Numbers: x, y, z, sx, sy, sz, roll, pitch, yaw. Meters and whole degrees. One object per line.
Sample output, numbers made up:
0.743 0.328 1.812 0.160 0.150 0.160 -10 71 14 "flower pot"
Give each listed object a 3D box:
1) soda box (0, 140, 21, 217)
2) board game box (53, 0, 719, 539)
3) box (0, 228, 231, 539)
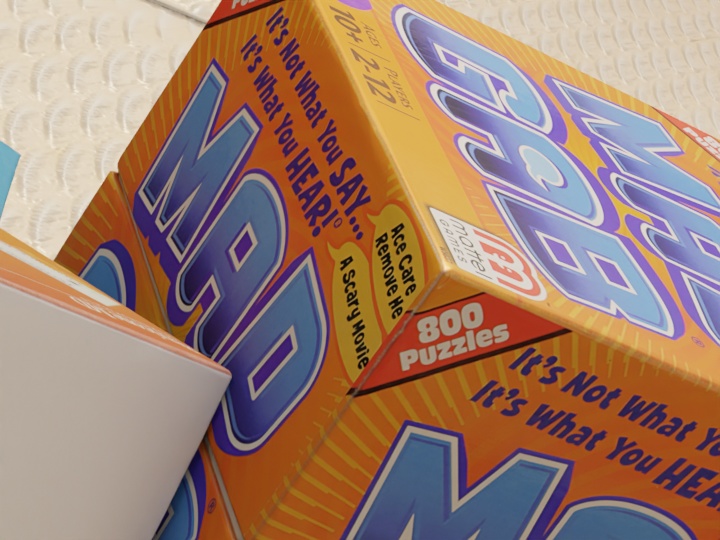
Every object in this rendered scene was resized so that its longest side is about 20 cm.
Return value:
-0.217 -0.055 0.966 0.200 0.064 0.068 35 46 -24 "soda box"
0.023 0.054 0.897 0.199 0.200 0.200 22 24 -29 "board game box"
-0.157 0.018 0.823 0.200 0.098 0.124 30 3 40 "box"
